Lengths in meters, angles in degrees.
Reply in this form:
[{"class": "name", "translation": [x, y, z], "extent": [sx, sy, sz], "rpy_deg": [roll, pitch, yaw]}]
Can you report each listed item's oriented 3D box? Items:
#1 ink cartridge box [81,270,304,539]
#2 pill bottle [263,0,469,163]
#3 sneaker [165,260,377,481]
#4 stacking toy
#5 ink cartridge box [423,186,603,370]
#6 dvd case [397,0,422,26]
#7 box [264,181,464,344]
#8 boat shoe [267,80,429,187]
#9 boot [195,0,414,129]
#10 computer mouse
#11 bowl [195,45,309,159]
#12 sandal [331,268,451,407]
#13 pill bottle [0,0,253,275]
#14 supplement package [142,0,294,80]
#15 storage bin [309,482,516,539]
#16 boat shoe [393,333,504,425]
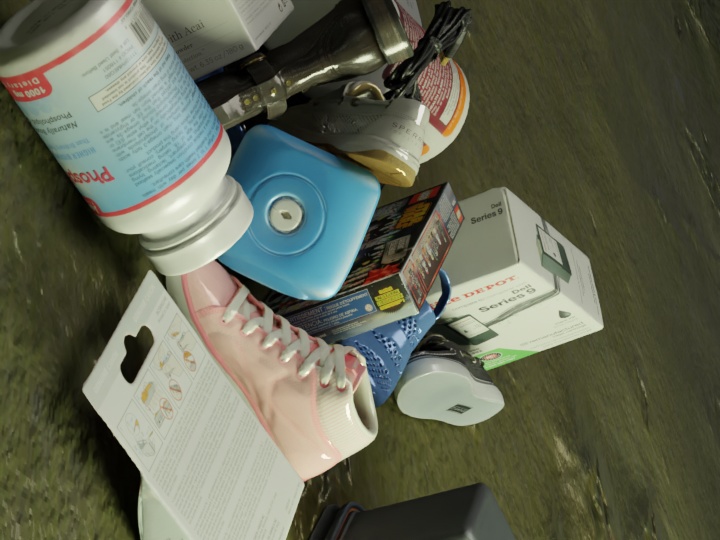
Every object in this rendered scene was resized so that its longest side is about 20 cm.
[{"class": "ink cartridge box", "translation": [-0.121, 0.124, 1.337], "extent": [0.200, 0.057, 0.163], "rpy_deg": [52, 26, -17]}, {"class": "pill bottle", "translation": [0.002, -0.179, 1.703], "extent": [0.200, 0.114, 0.115], "rpy_deg": [38, 36, -52]}, {"class": "sneaker", "translation": [-0.056, 0.059, 1.463], "extent": [0.201, 0.104, 0.075], "rpy_deg": [60, 24, -15]}, {"class": "stacking toy", "translation": [-0.039, -0.041, 1.548], "extent": [0.116, 0.110, 0.200], "rpy_deg": [25, 4, 8]}, {"class": "ink cartridge box", "translation": [0.119, 0.013, 1.863], "extent": [0.200, 0.145, 0.084], "rpy_deg": [33, 42, -55]}, {"class": "dvd case", "translation": [0.003, -0.346, 2.095], "extent": [0.200, 0.017, 0.143], "rpy_deg": [26, 47, -59]}, {"class": "box", "translation": [0.000, 0.000, 1.603], "extent": [0.040, 0.136, 0.200], "rpy_deg": [64, 21, -16]}, {"class": "boat shoe", "translation": [-0.003, -0.111, 1.524], "extent": [0.071, 0.200, 0.070], "rpy_deg": [31, 83, -31]}, {"class": "boot", "translation": [-0.054, -0.159, 1.503], "extent": [0.200, 0.173, 0.070], "rpy_deg": [-113, 178, -80]}, {"class": "computer mouse", "translation": [0.027, -0.138, 1.631], "extent": [0.046, 0.200, 0.141], "rpy_deg": [32, 52, 7]}, {"class": "bowl", "translation": [-0.081, -0.127, 1.663], "extent": [0.201, 0.039, 0.201], "rpy_deg": [50, 28, -38]}, {"class": "sandal", "translation": [0.025, 0.045, 1.692], "extent": [0.080, 0.087, 0.200], "rpy_deg": [60, 25, -24]}, {"class": "pill bottle", "translation": [-0.158, -0.098, 1.361], "extent": [0.200, 0.108, 0.109], "rpy_deg": [57, 24, -25]}, {"class": "supplement package", "translation": [-0.157, -0.245, 1.482], "extent": [0.201, 0.121, 0.120], "rpy_deg": [62, 22, -15]}, {"class": "storage bin", "translation": [0.068, 0.259, 1.525], "extent": [0.201, 0.134, 0.146], "rpy_deg": [63, 22, -14]}, {"class": "boat shoe", "translation": [0.075, 0.091, 1.793], "extent": [0.200, 0.070, 0.067], "rpy_deg": [22, 42, -62]}]
